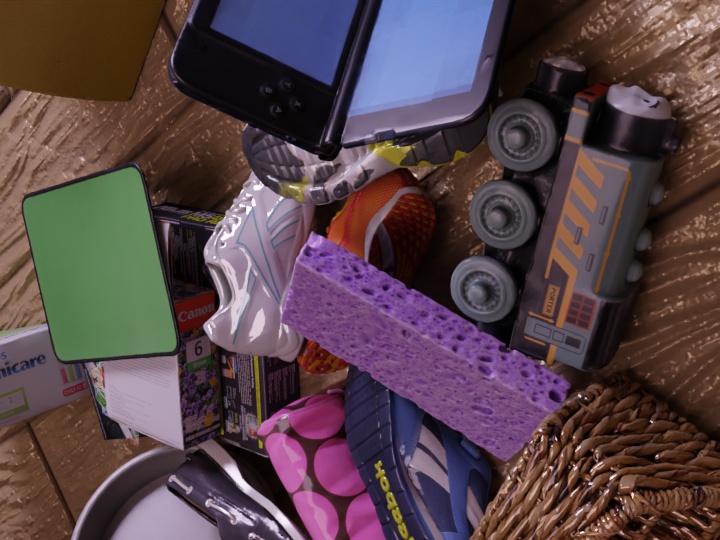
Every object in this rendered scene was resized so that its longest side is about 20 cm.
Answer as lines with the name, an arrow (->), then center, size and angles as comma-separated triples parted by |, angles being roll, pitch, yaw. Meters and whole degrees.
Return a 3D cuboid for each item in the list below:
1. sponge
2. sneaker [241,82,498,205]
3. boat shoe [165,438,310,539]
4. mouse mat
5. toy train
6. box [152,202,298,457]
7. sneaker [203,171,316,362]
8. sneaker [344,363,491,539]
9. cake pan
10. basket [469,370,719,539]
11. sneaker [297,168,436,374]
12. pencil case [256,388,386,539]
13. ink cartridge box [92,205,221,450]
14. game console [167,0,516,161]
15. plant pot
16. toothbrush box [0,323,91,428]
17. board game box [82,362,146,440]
sponge -> 0.038, 0.056, 0.736 | 0.199, 0.030, 0.112 | 31, 153, 2
sneaker -> 0.010, -0.099, 0.747 | 0.199, 0.085, 0.075 | -5, 113, 29
boat shoe -> -0.097, 0.216, 0.900 | 0.200, 0.060, 0.074 | 35, 159, 39
mouse mat -> -0.228, 0.000, 0.918 | 0.199, 0.008, 0.162 | -8, 95, 43
toy train -> 0.132, -0.032, 0.684 | 0.113, 0.085, 0.201 | 21, 115, 21
box -> -0.129, 0.049, 0.949 | 0.159, 0.044, 0.201 | 11, 110, 37
sneaker -> -0.078, -0.032, 0.825 | 0.070, 0.080, 0.202 | 163, 111, -76
sneaker -> 0.048, 0.147, 0.814 | 0.074, 0.082, 0.201 | -38, 68, 56
cake pan -> -0.165, 0.256, 0.965 | 0.200, 0.200, 0.037 | 34, 159, 28
basket -> 0.158, 0.194, 0.685 | 0.149, 0.142, 0.201 | 38, 125, 26
sneaker -> 0.000, 0.000, 0.822 | 0.201, 0.073, 0.077 | -63, 39, 32
pencil case -> 0.001, 0.189, 0.857 | 0.093, 0.091, 0.201 | -32, 79, 1
ink cartridge box -> -0.177, 0.044, 0.926 | 0.109, 0.050, 0.201 | 13, 111, 39
game console -> -0.002, -0.183, 0.659 | 0.170, 0.201, 0.118 | 23, 152, -15
plant pot -> -0.294, -0.270, 0.901 | 0.200, 0.176, 0.200 | 45, 127, 20
toothbrush box -> -0.402, 0.117, 1.133 | 0.199, 0.145, 0.087 | -11, 96, 41
board game box -> -0.251, 0.071, 1.073 | 0.104, 0.023, 0.201 | -10, 97, 44
